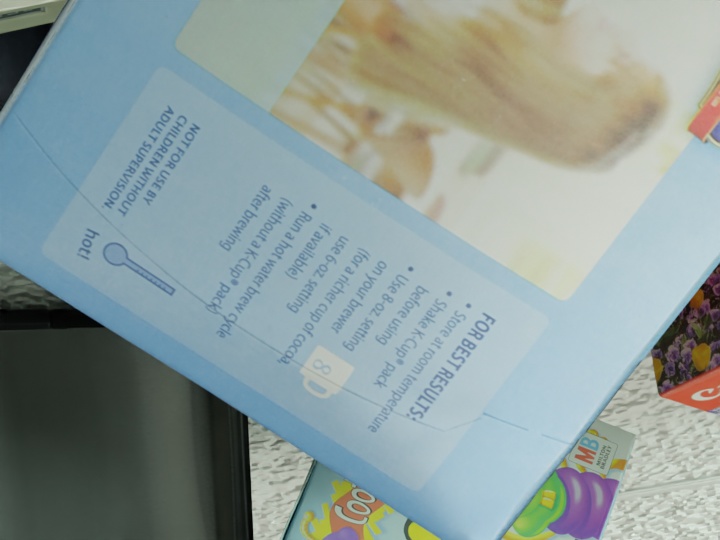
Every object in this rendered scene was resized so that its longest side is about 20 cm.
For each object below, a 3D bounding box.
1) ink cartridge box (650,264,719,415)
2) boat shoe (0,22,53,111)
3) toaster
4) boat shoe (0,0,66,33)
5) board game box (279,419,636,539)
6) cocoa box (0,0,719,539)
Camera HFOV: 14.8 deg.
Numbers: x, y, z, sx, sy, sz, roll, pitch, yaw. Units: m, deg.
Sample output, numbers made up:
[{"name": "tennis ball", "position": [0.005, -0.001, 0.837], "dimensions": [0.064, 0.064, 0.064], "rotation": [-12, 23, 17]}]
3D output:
[{"name": "ink cartridge box", "position": [0.169, 0.016, 1.034], "dimensions": [0.200, 0.050, 0.109], "rotation": [18, 145, -41]}, {"name": "boat shoe", "position": [-0.181, -0.057, 0.772], "dimensions": [0.200, 0.069, 0.084], "rotation": [-2, 165, -4]}, {"name": "toaster", "position": [-0.130, 0.092, 1.041], "dimensions": [0.181, 0.119, 0.200], "rotation": [-3, 153, -10]}, {"name": "boat shoe", "position": [-0.127, -0.094, 0.718], "dimensions": [0.201, 0.072, 0.070], "rotation": [-12, 179, -11]}, {"name": "board game box", "position": [0.020, 0.123, 1.030], "dimensions": [0.103, 0.105, 0.200], "rotation": [21, 153, 3]}, {"name": "cocoa box", "position": [0.032, -0.071, 0.554], "dimensions": [0.133, 0.131, 0.200], "rotation": [33, 116, -6]}]
